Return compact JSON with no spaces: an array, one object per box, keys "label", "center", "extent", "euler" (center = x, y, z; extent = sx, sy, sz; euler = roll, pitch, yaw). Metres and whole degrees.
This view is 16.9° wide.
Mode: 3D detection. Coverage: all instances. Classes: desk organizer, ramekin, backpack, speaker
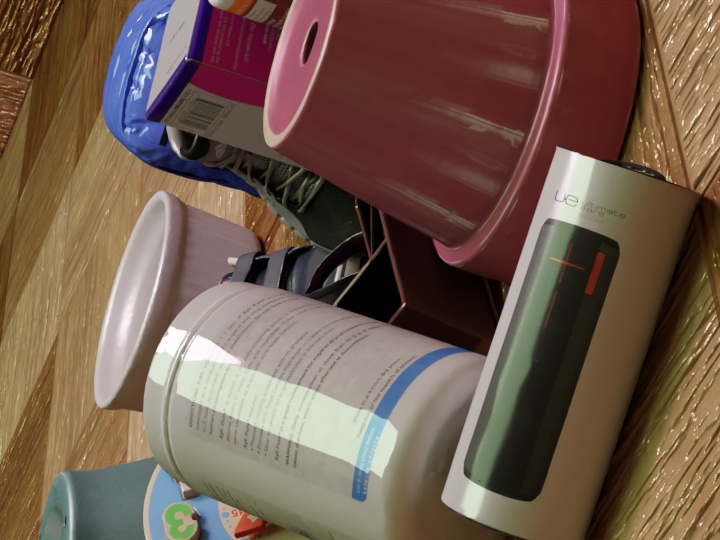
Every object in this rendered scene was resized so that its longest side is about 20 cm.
[{"label":"desk organizer","center":[0.025,-0.005,1.542],"extent":[0.072,0.077,0.200],"euler":[-51,31,28]},{"label":"ramekin","center":[-0.161,0.038,2.163],"extent":[0.200,0.097,0.201],"euler":[-163,90,-75]},{"label":"backpack","center":[-0.099,-0.145,1.947],"extent":[0.168,0.199,0.163],"euler":[-147,76,-74]},{"label":"speaker","center":[0.110,0.039,1.267],"extent":[0.081,0.081,0.201],"euler":[-146,74,-74]}]

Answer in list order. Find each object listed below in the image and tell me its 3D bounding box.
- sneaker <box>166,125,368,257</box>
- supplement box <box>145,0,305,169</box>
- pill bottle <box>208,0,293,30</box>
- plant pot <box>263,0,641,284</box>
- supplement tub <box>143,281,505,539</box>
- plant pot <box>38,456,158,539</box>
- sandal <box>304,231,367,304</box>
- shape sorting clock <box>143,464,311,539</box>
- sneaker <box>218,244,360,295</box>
[{"label":"sneaker","center":[-0.077,-0.076,1.786],"extent":[0.075,0.200,0.115],"euler":[-57,-23,21]},{"label":"supplement box","center":[-0.037,-0.139,1.732],"extent":[0.101,0.199,0.104],"euler":[137,148,-59]},{"label":"pill bottle","center":[0.005,-0.204,1.651],"extent":[0.114,0.199,0.115],"euler":[-162,90,-74]},{"label":"plant pot","center":[0.046,-0.108,1.454],"extent":[0.200,0.178,0.201],"euler":[-164,90,-74]},{"label":"supplement tub","center":[-0.012,0.090,1.386],"extent":[0.199,0.132,0.133],"euler":[18,92,38]},{"label":"plant pot","center":[-0.112,0.203,1.575],"extent":[0.200,0.187,0.201],"euler":[-172,90,-74]},{"label":"sandal","center":[0.001,-0.001,1.711],"extent":[0.201,0.048,0.075],"euler":[-50,13,46]},{"label":"shape sorting clock","center":[-0.035,0.135,1.481],"extent":[0.039,0.199,0.201],"euler":[79,-171,-47]},{"label":"sneaker","center":[-0.067,0.024,1.892],"extent":[0.200,0.079,0.079],"euler":[141,143,-61]}]
